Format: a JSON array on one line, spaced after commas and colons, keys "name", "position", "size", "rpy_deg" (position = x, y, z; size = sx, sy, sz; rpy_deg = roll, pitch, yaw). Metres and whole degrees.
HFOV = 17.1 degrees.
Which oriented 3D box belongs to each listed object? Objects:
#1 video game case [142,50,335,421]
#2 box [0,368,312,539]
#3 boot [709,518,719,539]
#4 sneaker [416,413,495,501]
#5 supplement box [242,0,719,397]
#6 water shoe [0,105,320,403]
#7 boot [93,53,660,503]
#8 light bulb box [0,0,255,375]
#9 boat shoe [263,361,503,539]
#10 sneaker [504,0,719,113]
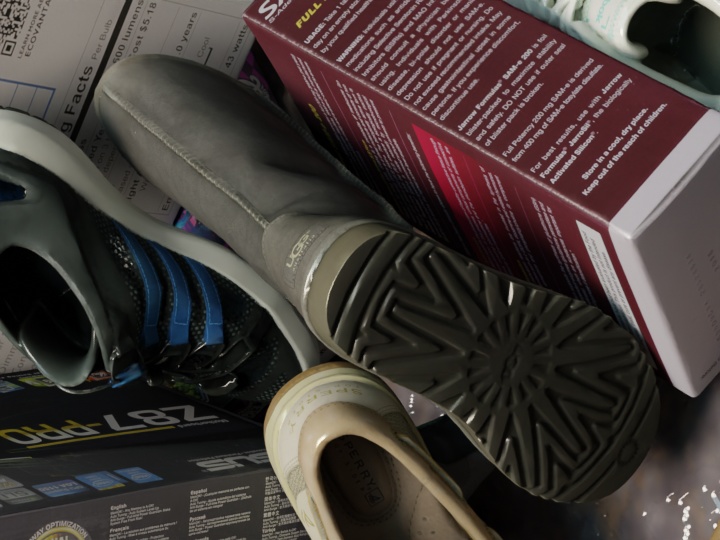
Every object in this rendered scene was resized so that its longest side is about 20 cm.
[{"name": "video game case", "position": [-0.098, -0.013, 1.063], "size": [0.181, 0.036, 0.201], "rpy_deg": [-41, 63, 29]}, {"name": "box", "position": [-0.132, 0.083, 0.895], "size": [0.161, 0.199, 0.049], "rpy_deg": [19, 108, 46]}, {"name": "boot", "position": [0.176, 0.140, 0.815], "size": [0.175, 0.066, 0.201], "rpy_deg": [38, 105, 25]}, {"name": "sneaker", "position": [0.007, 0.130, 0.957], "size": [0.200, 0.074, 0.088], "rpy_deg": [-43, 73, 40]}, {"name": "supplement box", "position": [0.056, -0.045, 0.890], "size": [0.200, 0.109, 0.061], "rpy_deg": [32, 73, 35]}, {"name": "water shoe", "position": [-0.098, 0.018, 0.917], "size": [0.071, 0.200, 0.079], "rpy_deg": [-20, 47, 39]}, {"name": "boot", "position": [0.002, -0.001, 0.897], "size": [0.073, 0.182, 0.200], "rpy_deg": [-55, 33, -4]}, {"name": "light bulb box", "position": [-0.175, -0.061, 0.977], "size": [0.125, 0.200, 0.199], "rpy_deg": [34, 106, 34]}, {"name": "boat shoe", "position": [0.032, 0.126, 0.869], "size": [0.072, 0.065, 0.201], "rpy_deg": [-31, 108, -1]}, {"name": "sneaker", "position": [0.101, -0.103, 0.884], "size": [0.200, 0.080, 0.071], "rpy_deg": [31, 107, 37]}]
